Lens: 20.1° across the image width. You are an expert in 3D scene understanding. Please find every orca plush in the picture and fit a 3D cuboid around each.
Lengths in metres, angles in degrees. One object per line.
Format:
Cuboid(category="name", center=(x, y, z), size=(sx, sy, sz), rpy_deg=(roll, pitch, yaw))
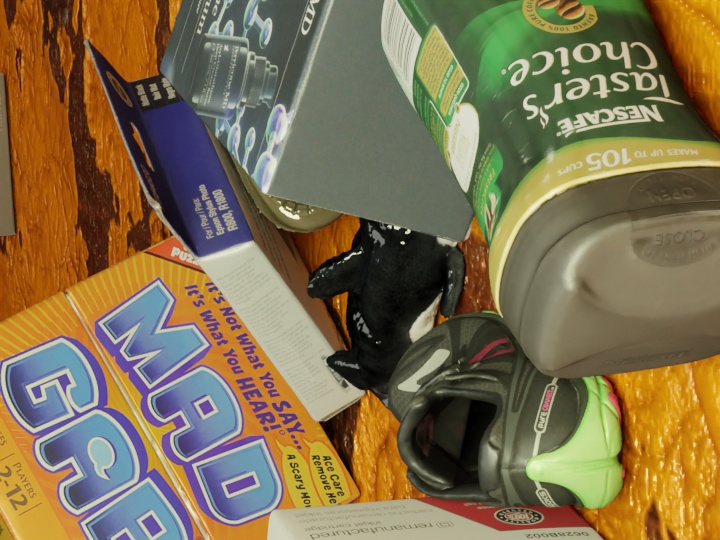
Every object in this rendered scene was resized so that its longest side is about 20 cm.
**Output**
Cuboid(category="orca plush", center=(0.000, 0.000, 1.097), size=(0.200, 0.071, 0.106), rpy_deg=(113, 148, -54))

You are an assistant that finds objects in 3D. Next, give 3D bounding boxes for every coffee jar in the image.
Cuboid(category="coffee jar", center=(0.083, -0.050, 0.785), size=(0.086, 0.104, 0.200), rpy_deg=(101, 156, -45))

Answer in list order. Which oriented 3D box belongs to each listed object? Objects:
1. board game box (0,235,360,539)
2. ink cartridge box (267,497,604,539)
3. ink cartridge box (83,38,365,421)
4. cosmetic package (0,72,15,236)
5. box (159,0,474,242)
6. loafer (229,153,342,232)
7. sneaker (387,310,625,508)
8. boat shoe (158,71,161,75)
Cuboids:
Cuboid(category="board game box", center=(-0.156, 0.127, 1.303), size=(0.200, 0.199, 0.200), rpy_deg=(59, 157, 8))
Cuboid(category="ink cartridge box", center=(0.055, 0.171, 0.852), size=(0.200, 0.146, 0.083), rpy_deg=(-138, 48, -63))
Cuboid(category="ink cartridge box", center=(-0.081, -0.035, 1.228), size=(0.200, 0.041, 0.200), rpy_deg=(55, -175, -40))
Cuboid(category="cosmetic package", center=(-0.474, -0.138, 2.485), size=(0.107, 0.090, 0.201), rpy_deg=(-166, 70, -71))
Cuboid(category="box", center=(-0.005, -0.124, 0.975), size=(0.200, 0.107, 0.149), rpy_deg=(47, 121, 61))
Cuboid(category="loafer", center=(-0.051, -0.099, 1.233), size=(0.068, 0.076, 0.201), rpy_deg=(84, 168, -58))
Cuboid(category="sneaker", center=(0.050, 0.063, 0.940), size=(0.200, 0.083, 0.077), rpy_deg=(-167, 74, -71))
Cuboid(category="boat shoe", center=(-0.112, -0.119, 1.386), size=(0.200, 0.074, 0.061), rpy_deg=(95, 163, -79))
